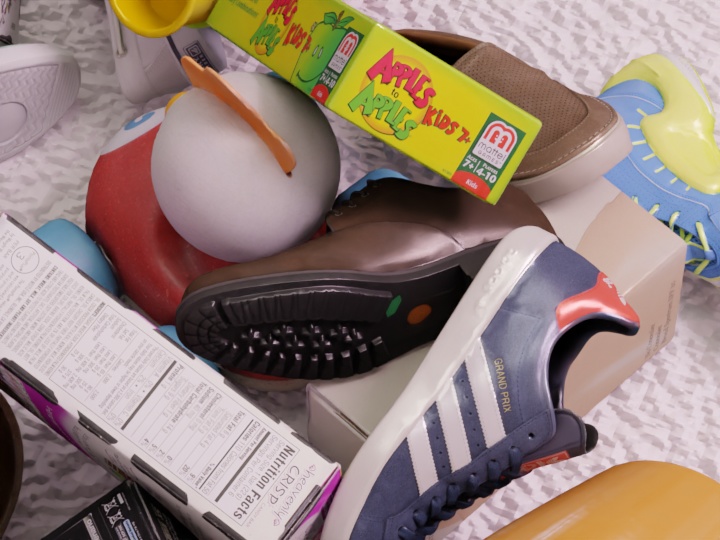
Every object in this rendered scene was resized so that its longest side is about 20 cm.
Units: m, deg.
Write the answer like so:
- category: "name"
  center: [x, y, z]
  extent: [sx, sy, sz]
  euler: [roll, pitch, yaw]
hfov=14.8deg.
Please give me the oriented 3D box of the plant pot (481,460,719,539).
- category: "plant pot"
  center: [0.104, 0.186, 1.264]
  extent: [0.200, 0.201, 0.183]
  euler: [30, 44, 20]

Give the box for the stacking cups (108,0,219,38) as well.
- category: "stacking cups"
  center: [-0.055, -0.165, 1.523]
  extent: [0.060, 0.061, 0.200]
  euler: [37, 27, 23]

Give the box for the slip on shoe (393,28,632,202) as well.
- category: "slip on shoe"
  center: [0.069, -0.088, 1.461]
  extent: [0.076, 0.061, 0.200]
  euler: [-34, 25, -12]

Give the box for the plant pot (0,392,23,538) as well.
- category: "plant pot"
  center: [-0.292, 0.062, 1.365]
  extent: [0.186, 0.187, 0.200]
  euler: [-27, 45, -18]

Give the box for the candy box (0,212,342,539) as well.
- category: "candy box"
  center: [-0.102, 0.067, 1.311]
  extent: [0.200, 0.136, 0.061]
  euler: [37, 80, 8]

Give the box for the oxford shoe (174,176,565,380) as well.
- category: "oxford shoe"
  center: [0.000, 0.000, 1.348]
  extent: [0.199, 0.073, 0.085]
  euler: [-9, 51, -20]

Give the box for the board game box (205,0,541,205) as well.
- category: "board game box"
  center: [0.003, -0.099, 1.378]
  extent: [0.048, 0.101, 0.200]
  euler: [-59, 25, 4]

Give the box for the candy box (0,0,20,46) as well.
- category: "candy box"
  center: [-0.295, -0.167, 1.511]
  extent: [0.199, 0.168, 0.072]
  euler: [3, 89, 2]

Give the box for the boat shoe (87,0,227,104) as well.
- category: "boat shoe"
  center: [-0.131, -0.174, 1.585]
  extent: [0.066, 0.072, 0.201]
  euler: [-26, 56, 8]

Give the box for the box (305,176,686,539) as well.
- category: "box"
  center: [0.069, 0.046, 1.410]
  extent: [0.200, 0.095, 0.078]
  euler: [-40, 63, -22]

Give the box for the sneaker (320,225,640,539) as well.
- category: "sneaker"
  center: [0.057, 0.081, 1.278]
  extent: [0.084, 0.075, 0.200]
  euler: [32, 91, 14]

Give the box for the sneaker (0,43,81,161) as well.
- category: "sneaker"
  center: [-0.262, -0.106, 1.532]
  extent: [0.200, 0.074, 0.118]
  euler: [-20, 49, -19]

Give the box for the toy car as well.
- category: "toy car"
  center: [-0.070, -0.049, 1.411]
  extent: [0.184, 0.200, 0.177]
  euler: [-35, 62, -23]

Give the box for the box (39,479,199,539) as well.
- category: "box"
  center: [-0.114, 0.225, 1.239]
  extent: [0.164, 0.086, 0.200]
  euler: [-35, 49, 5]

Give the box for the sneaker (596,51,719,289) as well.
- category: "sneaker"
  center: [0.164, -0.025, 1.481]
  extent: [0.105, 0.076, 0.200]
  euler: [-24, 50, -1]
